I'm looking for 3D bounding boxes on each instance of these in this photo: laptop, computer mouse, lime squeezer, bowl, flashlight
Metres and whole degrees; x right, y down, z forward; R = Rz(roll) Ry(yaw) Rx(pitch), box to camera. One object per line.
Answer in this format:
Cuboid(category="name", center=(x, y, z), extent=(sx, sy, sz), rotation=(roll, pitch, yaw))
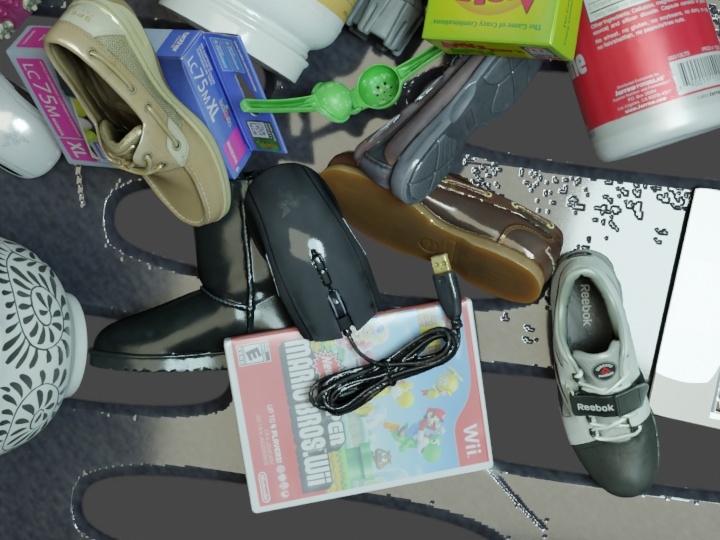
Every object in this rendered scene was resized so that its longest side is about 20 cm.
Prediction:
Cuboid(category="laptop", center=(0.338, 0.045, 0.806), extent=(0.199, 0.116, 0.188), rotation=(12, 92, 6))
Cuboid(category="computer mouse", center=(0.000, 0.000, 0.827), extent=(0.140, 0.046, 0.200), rotation=(-20, 88, -5))
Cuboid(category="lime squeezer", center=(-0.002, -0.140, 0.836), extent=(0.200, 0.071, 0.038), rotation=(-21, 93, -17))
Cuboid(category="bowl", center=(-0.282, 0.062, 0.876), extent=(0.094, 0.201, 0.201), rotation=(3, 93, -37))
Cuboid(category="flashlight", center=(0.064, -0.266, 0.855), extent=(0.068, 0.068, 0.200), rotation=(32, 94, 9))
Cuboid(category="computer mouse", center=(-0.339, -0.155, 0.918), extent=(0.200, 0.044, 0.110), rotation=(35, 94, 5))

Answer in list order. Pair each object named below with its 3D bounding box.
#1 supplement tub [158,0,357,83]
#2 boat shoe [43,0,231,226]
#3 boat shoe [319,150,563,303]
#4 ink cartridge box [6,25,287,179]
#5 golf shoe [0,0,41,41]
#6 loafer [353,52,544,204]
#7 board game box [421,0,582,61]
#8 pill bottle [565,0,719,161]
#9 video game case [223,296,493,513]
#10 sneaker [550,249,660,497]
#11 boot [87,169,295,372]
Cuboid(category="supplement tub", center=(-0.054, -0.261, 0.830), extent=(0.144, 0.144, 0.200), rotation=(30, 95, 5))
Cuboid(category="boat shoe", center=(-0.162, -0.101, 0.780), extent=(0.071, 0.065, 0.200), rotation=(-1, 133, 34))
Cuboid(category="boat shoe", center=(0.065, -0.045, 0.866), extent=(0.200, 0.070, 0.070), rotation=(28, 57, 5))
Cuboid(category="ink cartridge box", center=(-0.165, -0.129, 0.837), extent=(0.200, 0.119, 0.042), rotation=(6, 49, 24))
Cuboid(category="golf shoe", center=(-0.299, -0.266, 0.897), extent=(0.091, 0.075, 0.200), rotation=(34, 81, 17))
Cuboid(category="loafer", center=(0.073, -0.139, 0.836), extent=(0.063, 0.072, 0.200), rotation=(32, 68, 26))
Cuboid(category="board game box", center=(0.115, -0.256, 0.773), extent=(0.101, 0.048, 0.201), rotation=(10, 91, 29))
Cuboid(category="pill bottle", center=(0.204, -0.192, 0.817), extent=(0.112, 0.112, 0.200), rotation=(-17, 89, 7))
Cuboid(category="video game case", center=(0.000, 0.107, 0.866), extent=(0.199, 0.017, 0.143), rotation=(-10, 99, -7))
Cuboid(category="sneaker", center=(0.183, 0.085, 0.838), extent=(0.074, 0.088, 0.200), rotation=(-15, 90, 14))
Cuboid(category="boot", center=(-0.124, 0.000, 0.882), extent=(0.198, 0.073, 0.163), rotation=(-1, 94, 0))
